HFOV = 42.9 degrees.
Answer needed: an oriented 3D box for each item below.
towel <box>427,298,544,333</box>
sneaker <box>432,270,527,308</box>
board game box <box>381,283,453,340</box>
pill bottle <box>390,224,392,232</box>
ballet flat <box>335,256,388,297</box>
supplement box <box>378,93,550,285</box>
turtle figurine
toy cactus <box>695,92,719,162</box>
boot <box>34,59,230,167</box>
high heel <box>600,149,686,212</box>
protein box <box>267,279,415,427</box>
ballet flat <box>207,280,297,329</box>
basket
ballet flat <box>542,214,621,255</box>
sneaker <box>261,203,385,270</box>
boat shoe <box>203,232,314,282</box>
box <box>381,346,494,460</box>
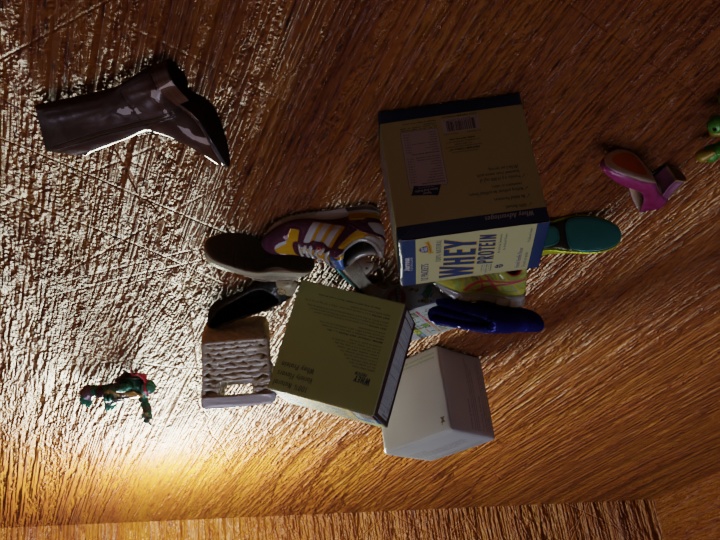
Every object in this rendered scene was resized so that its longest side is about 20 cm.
[{"bbox_3d":[0.230,0.081,1.662,0.147,0.050,0.199,7,-178,36],"label":"towel"},{"bbox_3d":[0.213,0.007,1.645,0.199,0.078,0.091,7,109,-23],"label":"sneaker"},{"bbox_3d":[0.087,0.082,1.762,0.199,0.065,0.147,-17,153,20],"label":"board game box"},{"bbox_3d":[0.156,-0.082,1.401,0.199,0.112,0.111,2,152,-18],"label":"pill bottle"},{"bbox_3d":[0.000,0.000,1.598,0.062,0.068,0.200,-39,154,1],"label":"ballet flat"},{"bbox_3d":[0.134,-0.108,1.244,0.198,0.201,0.134,-8,154,1],"label":"supplement box"},{"bbox_3d":[-0.490,0.264,1.930,0.199,0.101,0.150,-8,143,36],"label":"turtle figurine"},{"bbox_3d":[0.570,-0.212,1.295,0.164,0.103,0.201,-11,147,-16],"label":"toy cactus"},{"bbox_3d":[-0.286,-0.170,1.159,0.199,0.065,0.187,-18,139,13],"label":"boot"},{"bbox_3d":[0.417,-0.131,1.426,0.199,0.068,0.096,-1,145,-42],"label":"high heel"},{"bbox_3d":[-0.029,0.149,1.620,0.197,0.201,0.135,12,164,16],"label":"protein box"},{"bbox_3d":[-0.192,0.060,1.638,0.199,0.057,0.067,-24,123,29],"label":"ballet flat"},{"bbox_3d":[-0.227,0.164,1.685,0.135,0.124,0.200,-4,-171,-6],"label":"basket"},{"bbox_3d":[0.342,-0.057,1.570,0.198,0.067,0.067,-4,175,-1],"label":"ballet flat"},{"bbox_3d":[-0.060,-0.042,1.445,0.199,0.091,0.075,-13,153,9],"label":"sneaker"},{"bbox_3d":[-0.172,-0.013,1.500,0.199,0.073,0.065,6,150,-37],"label":"boat shoe"},{"bbox_3d":[0.165,0.306,2.076,0.198,0.201,0.171,-27,150,35],"label":"box"}]
